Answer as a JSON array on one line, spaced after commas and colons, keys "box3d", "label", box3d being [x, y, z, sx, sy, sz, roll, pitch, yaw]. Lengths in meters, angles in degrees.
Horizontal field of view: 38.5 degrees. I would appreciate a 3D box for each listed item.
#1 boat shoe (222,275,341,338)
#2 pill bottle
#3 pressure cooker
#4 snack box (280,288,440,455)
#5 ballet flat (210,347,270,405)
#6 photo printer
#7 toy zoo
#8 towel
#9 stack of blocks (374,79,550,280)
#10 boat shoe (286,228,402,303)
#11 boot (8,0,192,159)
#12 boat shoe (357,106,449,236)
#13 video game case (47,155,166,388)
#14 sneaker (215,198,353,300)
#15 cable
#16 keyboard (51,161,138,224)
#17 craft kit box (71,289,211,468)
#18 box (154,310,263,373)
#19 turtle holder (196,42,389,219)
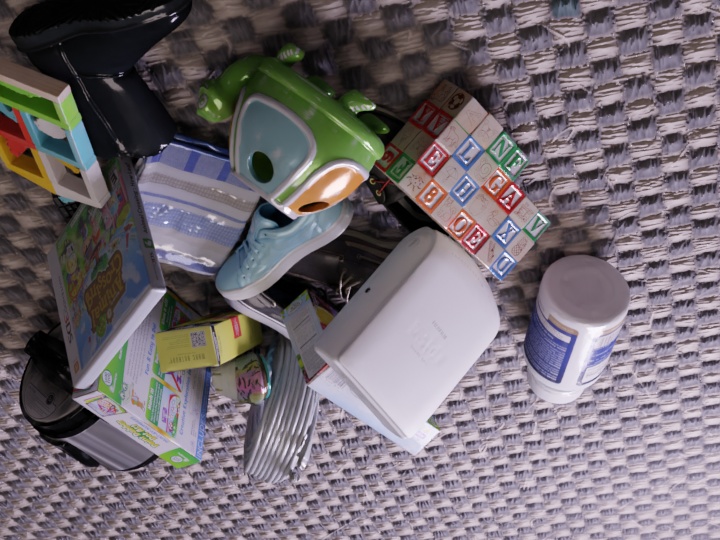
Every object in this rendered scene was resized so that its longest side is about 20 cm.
[{"box3d": [-0.077, 0.042, 1.308, 0.199, 0.070, 0.066, 29, 135, -21], "label": "boat shoe"}, {"box3d": [0.269, 0.083, 1.319, 0.110, 0.112, 0.201, 1, 141, -2], "label": "pill bottle"}, {"box3d": [-0.345, 0.150, 1.347, 0.174, 0.180, 0.200, -20, 141, 22], "label": "pressure cooker"}, {"box3d": [0.000, 0.124, 1.262, 0.053, 0.143, 0.200, -42, 126, 13], "label": "snack box"}, {"box3d": [-0.158, 0.133, 1.337, 0.070, 0.070, 0.200, -2, -174, -10], "label": "ballet flat"}, {"box3d": [0.063, 0.065, 1.154, 0.069, 0.200, 0.167, 23, 157, 54], "label": "photo printer"}, {"box3d": [-0.330, -0.135, 1.062, 0.130, 0.021, 0.201, 23, 149, 16], "label": "toy zoo"}, {"box3d": [-0.196, -0.071, 1.165, 0.145, 0.024, 0.200, 16, 138, -20], "label": "towel"}, {"box3d": [0.121, -0.092, 1.100, 0.115, 0.059, 0.200, -48, 129, 2], "label": "stack of blocks"}, {"box3d": [0.000, 0.000, 1.244, 0.197, 0.074, 0.075, 4, 141, -5], "label": "boat shoe"}, {"box3d": [-0.216, -0.193, 0.997, 0.198, 0.077, 0.169, -9, 138, 22], "label": "boot"}, {"box3d": [0.042, -0.105, 1.125, 0.073, 0.064, 0.201, -22, 135, 28], "label": "boat shoe"}, {"box3d": [-0.285, 0.001, 1.133, 0.022, 0.183, 0.200, 6, 142, -40], "label": "video game case"}, {"box3d": [-0.107, -0.043, 1.193, 0.199, 0.074, 0.082, -36, 132, 20], "label": "sneaker"}, {"box3d": [-0.105, 0.181, 1.371, 0.069, 0.202, 0.200, 16, 162, -12], "label": "cable"}, {"box3d": [-0.249, -0.074, 1.193, 0.198, 0.021, 0.128, -11, 140, 14], "label": "keyboard"}, {"box3d": [-0.261, 0.113, 1.282, 0.048, 0.202, 0.198, -17, 138, 22], "label": "craft kit box"}, {"box3d": [-0.181, 0.083, 1.271, 0.074, 0.051, 0.200, -8, -178, 12], "label": "box"}, {"box3d": [-0.073, -0.137, 0.994, 0.185, 0.141, 0.132, 36, 92, -8], "label": "turtle holder"}]
